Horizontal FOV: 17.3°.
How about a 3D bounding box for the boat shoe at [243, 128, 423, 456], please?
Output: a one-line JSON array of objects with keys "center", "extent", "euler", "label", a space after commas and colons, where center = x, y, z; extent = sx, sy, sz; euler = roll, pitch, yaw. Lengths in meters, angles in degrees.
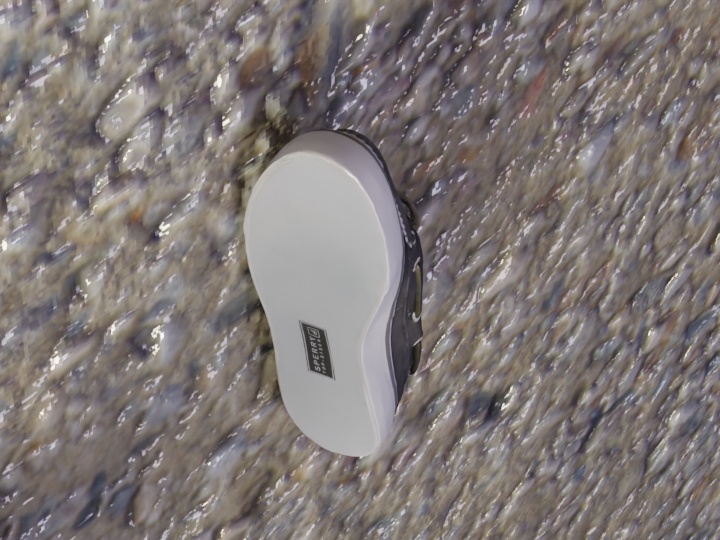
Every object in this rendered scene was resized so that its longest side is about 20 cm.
[{"center": [0.000, 0.000, 1.009], "extent": [0.066, 0.069, 0.201], "euler": [-56, 155, -32], "label": "boat shoe"}]
